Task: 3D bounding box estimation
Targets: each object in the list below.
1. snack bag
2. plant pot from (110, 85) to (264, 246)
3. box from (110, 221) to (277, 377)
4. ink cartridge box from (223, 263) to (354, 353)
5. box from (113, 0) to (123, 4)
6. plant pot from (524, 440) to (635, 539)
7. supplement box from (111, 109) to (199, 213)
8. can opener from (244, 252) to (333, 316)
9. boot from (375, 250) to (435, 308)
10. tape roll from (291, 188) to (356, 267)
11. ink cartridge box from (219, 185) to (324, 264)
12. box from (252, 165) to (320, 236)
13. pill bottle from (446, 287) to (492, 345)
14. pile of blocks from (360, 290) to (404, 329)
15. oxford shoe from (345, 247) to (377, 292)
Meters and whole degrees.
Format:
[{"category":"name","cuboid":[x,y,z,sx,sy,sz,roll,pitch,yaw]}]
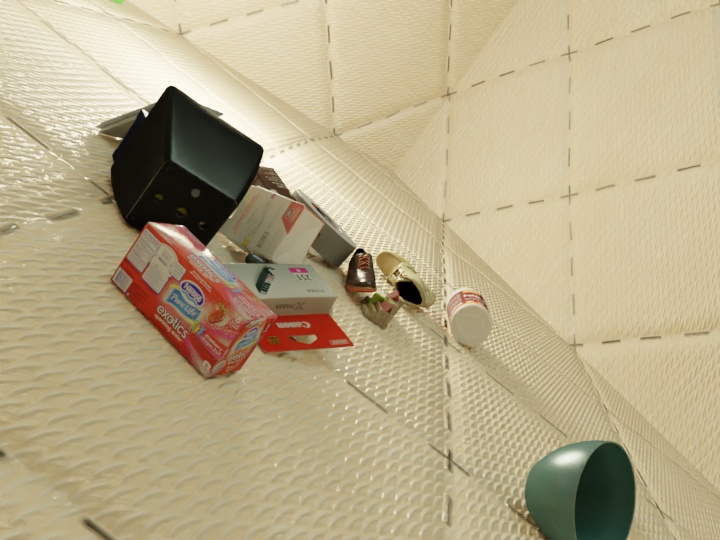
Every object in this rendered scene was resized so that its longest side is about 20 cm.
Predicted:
[{"category":"snack bag","cuboid":[-0.389,-0.295,1.636,0.188,0.197,0.022,4,71,-71]},{"category":"plant pot","cuboid":[-0.289,-0.142,1.358,0.198,0.200,0.179,32,24,-27]},{"category":"box","cuboid":[-0.222,0.037,1.100,0.199,0.100,0.095,41,13,16]},{"category":"ink cartridge box","cuboid":[-0.117,0.057,1.346,0.198,0.044,0.174,1,36,-45]},{"category":"box","cuboid":[-0.937,-1.056,2.925,0.176,0.097,0.200,43,14,9]},{"category":"plant pot","cuboid":[0.358,0.383,1.397,0.133,0.204,0.199,0,-20,46]},{"category":"supplement box","cuboid":[-0.342,-0.189,1.530,0.199,0.109,0.110,29,16,-39]},{"category":"can opener","cuboid":[-0.133,0.042,1.478,0.199,0.053,0.066,35,-22,-22]},{"category":"boot","cuboid":[0.103,0.021,2.135,0.200,0.073,0.155,47,11,11]},{"category":"tape roll","cuboid":[-0.100,-0.100,1.938,0.200,0.066,0.200,44,5,-5]},{"category":"ink cartridge box","cuboid":[-0.171,-0.080,1.529,0.199,0.118,0.067,25,-10,46]},{"category":"box","cuboid":[-0.184,-0.134,1.788,0.201,0.075,0.100,55,20,15]},{"category":"pill bottle","cuboid":[0.292,0.119,2.231,0.113,0.115,0.200,36,13,-7]},{"category":"pile of blocks","cuboid":[0.053,0.068,1.852,0.082,0.062,0.200,39,12,3]},{"category":"oxford shoe","cuboid":[0.000,0.000,1.872,0.070,0.074,0.200,4,15,-10]}]
